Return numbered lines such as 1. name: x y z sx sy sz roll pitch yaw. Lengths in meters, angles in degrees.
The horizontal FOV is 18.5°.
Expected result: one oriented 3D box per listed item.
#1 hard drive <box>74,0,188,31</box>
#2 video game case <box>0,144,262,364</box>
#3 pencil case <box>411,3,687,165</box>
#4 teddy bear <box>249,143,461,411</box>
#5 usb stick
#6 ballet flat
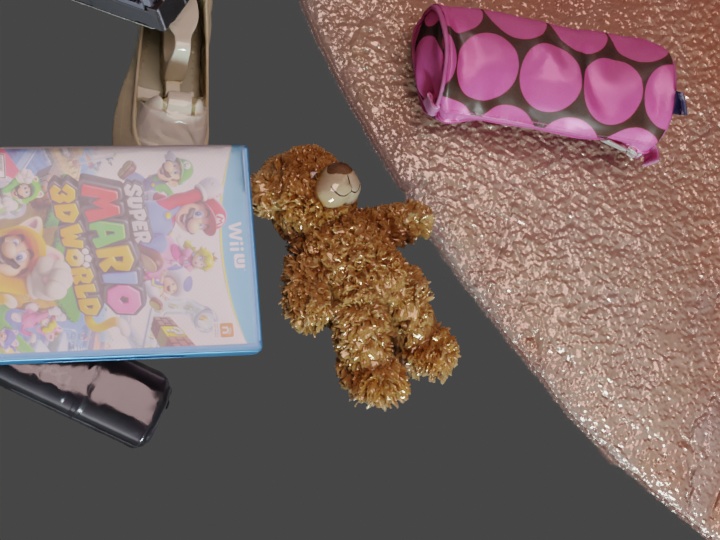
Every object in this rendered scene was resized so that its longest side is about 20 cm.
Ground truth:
1. hard drive: -0.143 -0.266 1.535 0.140 0.038 0.200 20 63 23
2. video game case: -0.167 -0.012 1.464 0.200 0.018 0.143 -2 80 -19
3. pencil case: 0.135 -0.137 1.625 0.200 0.091 0.094 8 84 -17
4. teddy bear: 0.000 0.000 1.544 0.145 0.067 0.200 -9 80 -26
5. usb stick: -0.220 0.056 1.461 0.200 0.033 0.056 27 75 -14
6. ballet flat: -0.132 -0.129 1.526 0.069 0.069 0.200 6 74 -20
